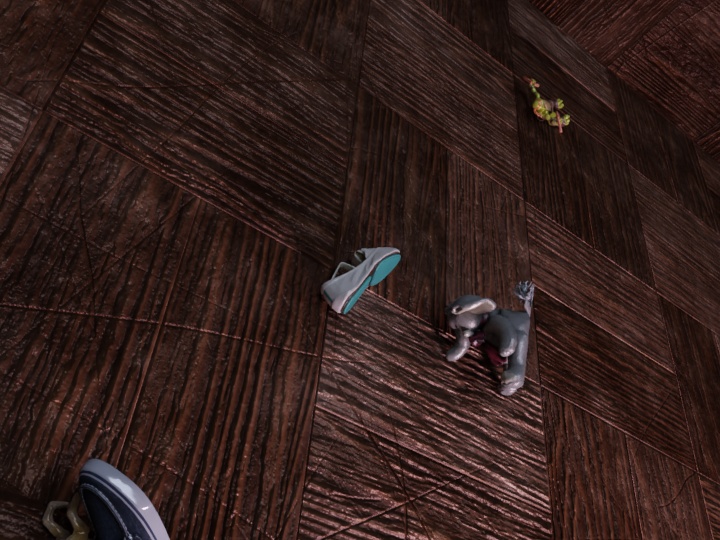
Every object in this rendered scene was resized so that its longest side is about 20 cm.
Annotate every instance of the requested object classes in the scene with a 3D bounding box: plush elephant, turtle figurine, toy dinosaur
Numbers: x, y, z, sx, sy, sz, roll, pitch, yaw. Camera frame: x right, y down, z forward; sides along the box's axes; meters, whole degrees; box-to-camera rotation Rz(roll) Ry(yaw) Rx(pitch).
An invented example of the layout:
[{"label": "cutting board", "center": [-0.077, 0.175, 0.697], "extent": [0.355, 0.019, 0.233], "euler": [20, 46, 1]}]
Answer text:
[{"label": "plush elephant", "center": [0.213, 0.107, 1.289], "extent": [0.165, 0.152, 0.204], "euler": [39, 60, -79]}, {"label": "turtle figurine", "center": [0.509, -0.432, 2.018], "extent": [0.160, 0.064, 0.202], "euler": [4, 50, -50]}, {"label": "toy dinosaur", "center": [-0.292, 0.281, 0.746], "extent": [0.197, 0.058, 0.103], "euler": [17, 52, -34]}]

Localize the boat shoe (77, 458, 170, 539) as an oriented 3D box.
[{"label": "boat shoe", "center": [-0.234, 0.289, 0.725], "extent": [0.091, 0.070, 0.203], "euler": [-43, 112, -48]}]

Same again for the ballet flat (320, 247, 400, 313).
[{"label": "ballet flat", "center": [0.000, 0.000, 1.230], "extent": [0.070, 0.069, 0.200], "euler": [50, 41, 0]}]
